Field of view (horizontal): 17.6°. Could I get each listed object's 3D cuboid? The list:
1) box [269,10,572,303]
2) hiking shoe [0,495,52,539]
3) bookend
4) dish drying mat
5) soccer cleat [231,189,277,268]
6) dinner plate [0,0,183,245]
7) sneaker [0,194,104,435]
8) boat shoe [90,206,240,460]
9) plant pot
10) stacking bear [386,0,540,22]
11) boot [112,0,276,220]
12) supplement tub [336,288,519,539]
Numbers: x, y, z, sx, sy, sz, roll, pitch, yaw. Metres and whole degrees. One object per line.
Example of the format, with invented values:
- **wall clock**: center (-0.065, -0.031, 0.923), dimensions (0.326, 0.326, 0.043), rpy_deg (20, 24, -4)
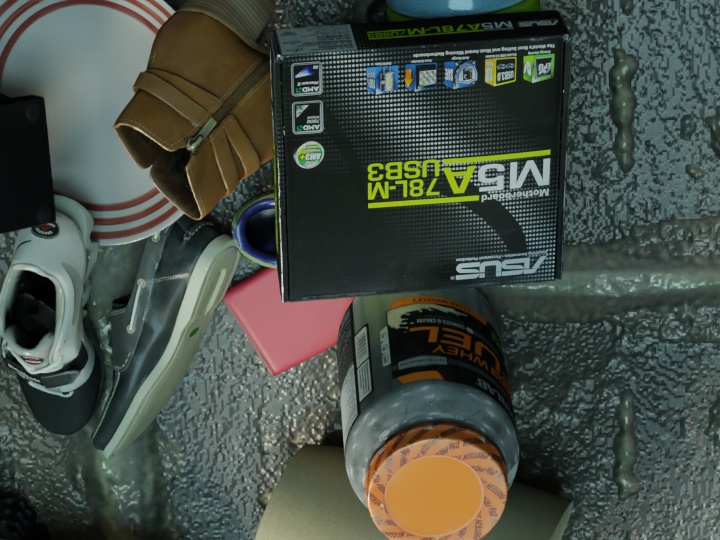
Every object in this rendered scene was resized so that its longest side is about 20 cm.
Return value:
- **box**: center (0.039, -0.075, 1.557), dimensions (0.198, 0.048, 0.194), rpy_deg (-4, 122, -6)
- **hiking shoe**: center (-0.320, 0.173, 1.757), dimensions (0.086, 0.074, 0.201), rpy_deg (-32, 104, 13)
- **bookend**: center (-0.349, -0.080, 1.638), dimensions (0.198, 0.200, 0.093), rpy_deg (-15, 112, -29)
- **dish drying mat**: center (0.000, 0.000, 1.704), dimensions (0.199, 0.018, 0.077), rpy_deg (-30, 104, 14)
- **soccer cleat**: center (0.005, -0.031, 1.640), dimensions (0.198, 0.084, 0.065), rpy_deg (-5, 95, 11)
- **dinner plate**: center (-0.191, -0.117, 1.660), dimensions (0.198, 0.024, 0.202), rpy_deg (4, 109, 13)
- **sneaker**: center (-0.233, 0.051, 1.687), dimensions (0.073, 0.089, 0.201), rpy_deg (9, 126, 12)
- **boat shoe**: center (-0.155, 0.047, 1.711), dimensions (0.067, 0.072, 0.201), rpy_deg (30, 111, 13)
- **plant pot**: center (0.028, 0.212, 1.705), dimensions (0.199, 0.187, 0.188), rpy_deg (25, 110, 9)
- **stacking bear**: center (0.074, -0.163, 1.596), dimensions (0.120, 0.114, 0.202), rpy_deg (-6, 114, 6)
- **boot**: center (-0.068, -0.093, 1.590), dimensions (0.076, 0.156, 0.200), rpy_deg (-13, 129, 47)
- **supplement tub**: center (0.047, 0.098, 1.629), dimensions (0.121, 0.201, 0.123), rpy_deg (-2, 122, -3)
